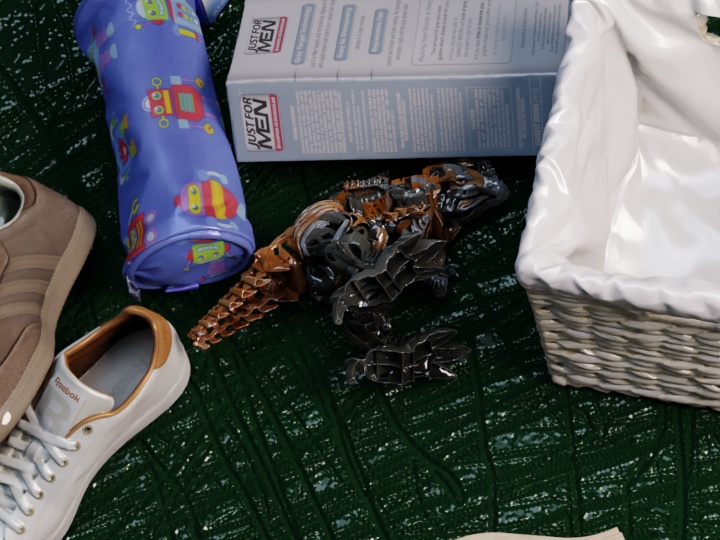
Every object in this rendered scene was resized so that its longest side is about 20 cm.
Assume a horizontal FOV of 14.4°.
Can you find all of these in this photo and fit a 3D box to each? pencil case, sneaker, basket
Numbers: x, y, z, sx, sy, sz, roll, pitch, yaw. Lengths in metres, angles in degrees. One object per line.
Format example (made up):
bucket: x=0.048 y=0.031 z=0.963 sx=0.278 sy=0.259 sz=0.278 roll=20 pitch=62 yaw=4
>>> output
pencil case: x=-0.119 y=-0.079 z=1.705 sx=0.078 sy=0.087 sz=0.201 roll=-2 pitch=61 yaw=-22
sneaker: x=-0.215 y=0.024 z=1.644 sx=0.075 sy=0.070 sz=0.200 roll=33 pitch=40 yaw=-16
basket: x=0.204 y=-0.037 z=1.598 sx=0.197 sy=0.161 sz=0.201 roll=9 pitch=67 yaw=12
sneaker: x=-0.182 y=0.096 z=1.629 sx=0.073 sy=0.085 sz=0.200 roll=35 pitch=75 yaw=19

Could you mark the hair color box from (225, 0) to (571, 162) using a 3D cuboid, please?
hair color box: x=0.026 y=-0.118 z=1.697 sx=0.199 sy=0.061 sz=0.099 roll=0 pitch=37 yaw=7

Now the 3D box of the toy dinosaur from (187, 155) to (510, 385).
toy dinosaur: x=0.000 y=0.000 z=1.660 sx=0.200 sy=0.102 sz=0.136 roll=-42 pitch=41 yaw=2

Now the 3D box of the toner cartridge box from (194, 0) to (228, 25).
toner cartridge box: x=-0.155 y=-0.241 z=1.809 sx=0.199 sy=0.043 sz=0.095 roll=27 pitch=72 yaw=18

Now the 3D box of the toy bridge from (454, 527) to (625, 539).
toy bridge: x=0.054 y=0.187 z=1.584 sx=0.199 sy=0.027 sz=0.067 roll=-22 pitch=61 yaw=-3
